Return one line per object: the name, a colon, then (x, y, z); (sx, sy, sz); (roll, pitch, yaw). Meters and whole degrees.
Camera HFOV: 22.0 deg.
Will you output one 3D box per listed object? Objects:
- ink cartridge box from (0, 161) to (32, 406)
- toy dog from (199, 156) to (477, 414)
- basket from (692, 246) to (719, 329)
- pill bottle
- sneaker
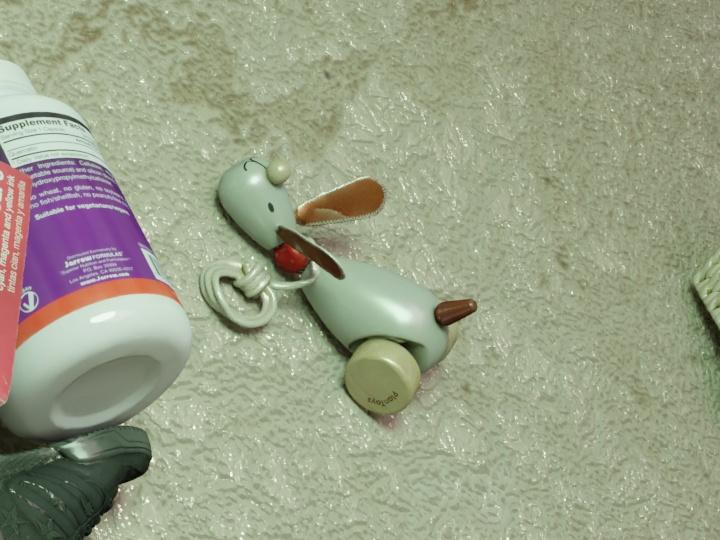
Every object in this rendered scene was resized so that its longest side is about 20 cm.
ink cartridge box: (-0.278, 0.001, 0.860); (0.199, 0.145, 0.146); (28, 42, -32)
toy dog: (0.000, 0.000, 1.217); (0.199, 0.096, 0.133); (34, 39, -24)
basket: (0.422, 0.024, 1.562); (0.197, 0.200, 0.161); (24, 27, -35)
pill bottle: (-0.177, -0.015, 1.004); (0.112, 0.113, 0.201); (1, 50, -48)
sneaker: (-0.171, 0.145, 0.940); (0.199, 0.060, 0.105); (-6, 73, -53)
